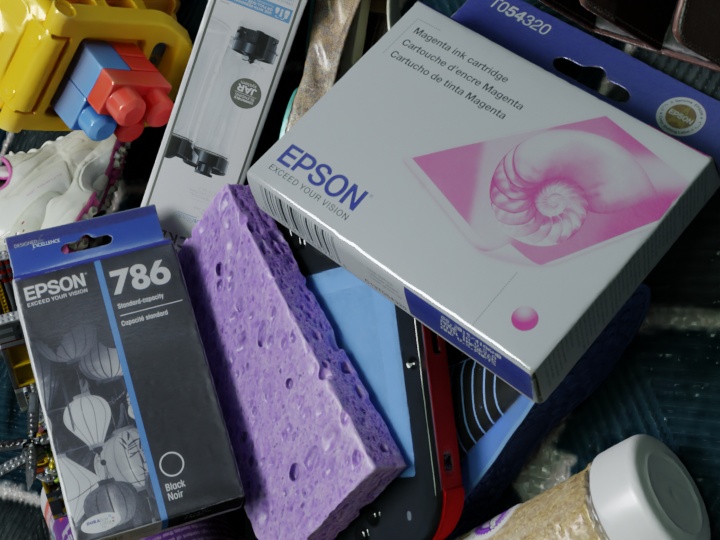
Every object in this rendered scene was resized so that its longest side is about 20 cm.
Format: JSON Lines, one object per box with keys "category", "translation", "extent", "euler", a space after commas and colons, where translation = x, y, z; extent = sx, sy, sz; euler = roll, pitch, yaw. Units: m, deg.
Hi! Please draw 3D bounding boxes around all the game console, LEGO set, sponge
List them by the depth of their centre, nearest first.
{"category": "game console", "translation": [-0.020, 0.061, 0.723], "extent": [0.176, 0.031, 0.203], "euler": [-12, 82, 42]}
{"category": "sponge", "translation": [-0.055, 0.060, 0.724], "extent": [0.112, 0.030, 0.201], "euler": [-52, 55, 37]}
{"category": "LEGO set", "translation": [-0.165, 0.055, 0.792], "extent": [0.117, 0.152, 0.202], "euler": [93, 166, -52]}

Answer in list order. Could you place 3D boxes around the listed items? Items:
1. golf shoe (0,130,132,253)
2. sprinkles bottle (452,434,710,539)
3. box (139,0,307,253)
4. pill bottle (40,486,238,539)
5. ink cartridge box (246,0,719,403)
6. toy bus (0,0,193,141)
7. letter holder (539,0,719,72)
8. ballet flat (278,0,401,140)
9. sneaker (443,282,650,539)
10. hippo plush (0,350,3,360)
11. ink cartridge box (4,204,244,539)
{"category": "golf shoe", "translation": [-0.225, -0.071, 0.915], "extent": [0.201, 0.091, 0.076], "euler": [-78, 9, -58]}
{"category": "sprinkles bottle", "translation": [0.088, 0.161, 0.669], "extent": [0.199, 0.068, 0.069], "euler": [-37, 61, 31]}
{"category": "box", "translation": [-0.096, -0.101, 0.841], "extent": [0.117, 0.059, 0.202], "euler": [-112, 41, -78]}
{"category": "pill bottle", "translation": [-0.127, 0.209, 0.819], "extent": [0.112, 0.111, 0.201], "euler": [-51, 54, 23]}
{"category": "ink cartridge box", "translation": [0.075, -0.063, 0.648], "extent": [0.195, 0.043, 0.200], "euler": [33, 72, 28]}
{"category": "toy bus", "translation": [-0.188, -0.163, 0.897], "extent": [0.192, 0.199, 0.136], "euler": [45, 118, 21]}
{"category": "letter holder", "translation": [0.159, -0.221, 0.621], "extent": [0.100, 0.141, 0.202], "euler": [28, 101, 40]}
{"category": "ballet flat", "translation": [-0.009, -0.117, 0.807], "extent": [0.066, 0.068, 0.203], "euler": [10, 91, 20]}
{"category": "sneaker", "translation": [0.075, 0.062, 0.696], "extent": [0.078, 0.070, 0.201], "euler": [49, 115, 27]}
{"category": "hippo plush", "translation": [-0.338, -0.005, 0.986], "extent": [0.200, 0.159, 0.161], "euler": [-50, 34, 41]}
{"category": "ink cartridge box", "translation": [-0.141, 0.053, 0.724], "extent": [0.039, 0.098, 0.202], "euler": [111, 141, -66]}
